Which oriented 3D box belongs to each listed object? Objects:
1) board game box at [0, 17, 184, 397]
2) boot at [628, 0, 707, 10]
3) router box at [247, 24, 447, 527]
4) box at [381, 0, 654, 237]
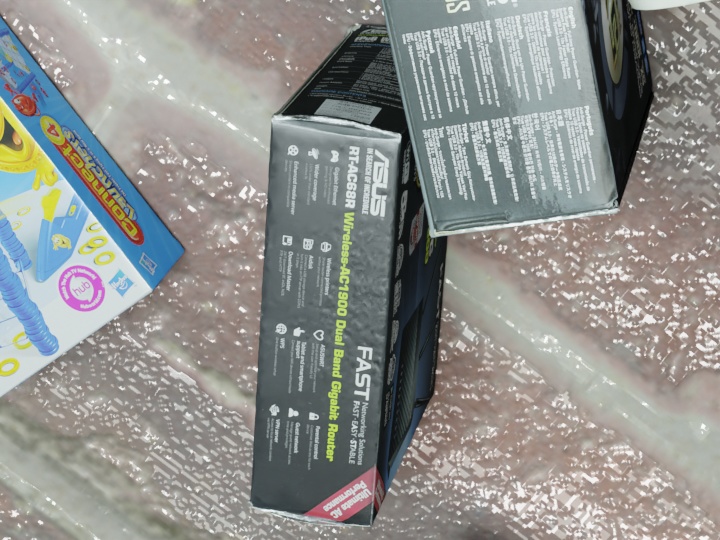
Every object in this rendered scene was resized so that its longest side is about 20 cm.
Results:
[{"bbox_3d":[-0.230,-0.026,1.119,0.200,0.056,0.196,-34,101,23],"label":"board game box"},{"bbox_3d":[0.186,-0.203,0.926,0.199,0.072,0.145,-23,105,-3],"label":"boot"},{"bbox_3d":[0.000,0.000,1.024,0.062,0.150,0.201,9,114,10],"label":"router box"},{"bbox_3d":[0.065,-0.139,0.945,0.086,0.164,0.201,-7,109,16],"label":"box"}]
